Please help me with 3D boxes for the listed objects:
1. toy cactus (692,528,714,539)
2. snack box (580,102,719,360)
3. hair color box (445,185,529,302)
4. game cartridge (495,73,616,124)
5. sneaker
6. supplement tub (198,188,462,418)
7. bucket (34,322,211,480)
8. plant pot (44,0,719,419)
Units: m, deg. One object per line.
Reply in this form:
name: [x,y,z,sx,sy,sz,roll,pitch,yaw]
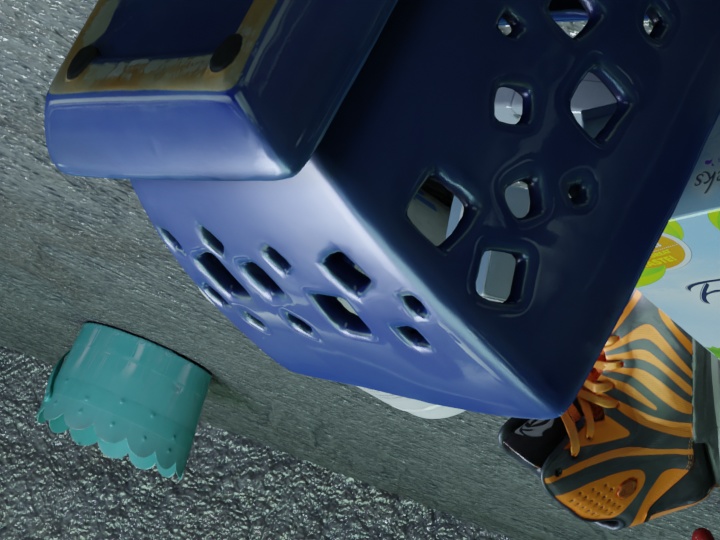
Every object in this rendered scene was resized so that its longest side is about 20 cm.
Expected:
toy cactus: [0.402,0.284,2.012,0.199,0.103,0.166,21,150,17]
snack box: [0.209,-0.016,0.894,0.168,0.068,0.200,-12,150,32]
hair color box: [0.150,0.004,1.115,0.198,0.061,0.099,11,180,-12]
game cartridge: [0.152,-0.060,1.012,0.199,0.041,0.133,13,169,39]
sneaker: [0.117,0.047,1.016,0.078,0.111,0.201,46,158,62]
supplement tub: [0.000,0.000,1.330,0.131,0.133,0.199,10,164,47]
bucket: [-0.290,0.161,2.614,0.206,0.136,0.207,21,168,5]
plant pot: [0.005,-0.077,0.817,0.179,0.201,0.199,37,162,-31]
